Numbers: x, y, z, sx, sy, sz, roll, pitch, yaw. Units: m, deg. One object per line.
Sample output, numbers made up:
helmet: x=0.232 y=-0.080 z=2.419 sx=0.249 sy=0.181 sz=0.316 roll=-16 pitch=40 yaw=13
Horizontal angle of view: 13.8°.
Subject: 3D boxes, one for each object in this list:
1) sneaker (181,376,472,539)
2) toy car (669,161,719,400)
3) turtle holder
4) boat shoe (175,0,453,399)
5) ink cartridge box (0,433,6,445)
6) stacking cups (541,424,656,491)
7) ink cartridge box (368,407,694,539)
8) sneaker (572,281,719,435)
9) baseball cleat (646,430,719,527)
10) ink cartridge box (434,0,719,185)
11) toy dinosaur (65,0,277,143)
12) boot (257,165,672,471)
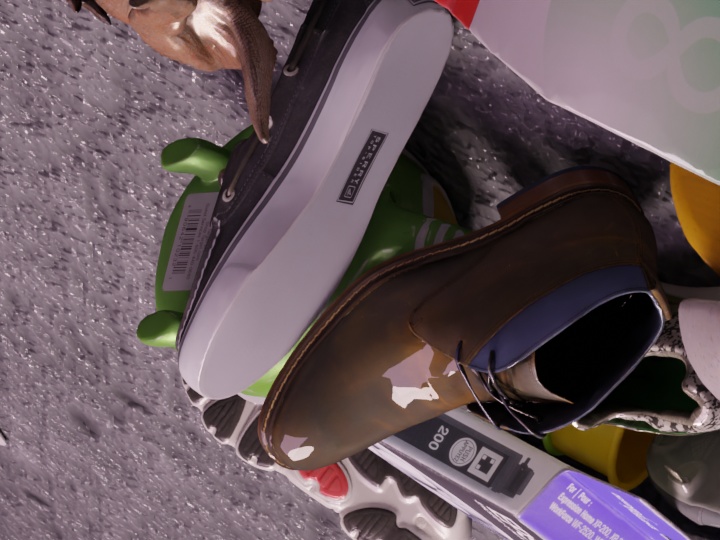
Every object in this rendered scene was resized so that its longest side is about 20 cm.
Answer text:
sneaker: x=-0.019 y=0.089 z=1.652 sx=0.200 sy=0.081 sz=0.083 roll=44 pitch=-172 yaw=7
toy car: x=0.213 y=-0.027 z=1.044 sx=0.149 sy=0.176 sz=0.199 roll=9 pitch=180 yaw=-42
turtle holder: x=-0.004 y=-0.007 z=1.404 sx=0.185 sy=0.142 sz=0.131 roll=-33 pitch=139 yaw=28
boat shoe: x=-0.029 y=-0.040 z=1.297 sx=0.056 sy=0.201 sz=0.069 roll=33 pitch=-174 yaw=31
ink cartridge box: x=-0.347 y=0.075 z=2.081 sx=0.115 sy=0.067 sz=0.200 roll=13 pitch=147 yaw=41
stacking cups: x=0.060 y=0.046 z=1.480 sx=0.199 sy=0.061 sz=0.061 roll=23 pitch=154 yaw=30
ink cartridge box: x=0.104 y=0.127 z=1.498 sx=0.199 sy=0.044 sz=0.198 roll=25 pitch=171 yaw=42
sneaker: x=0.112 y=0.042 z=1.338 sx=0.199 sy=0.088 sz=0.077 roll=-3 pitch=103 yaw=49
baseball cleat: x=0.223 y=0.117 z=1.376 sx=0.199 sy=0.070 sz=0.107 roll=10 pitch=146 yaw=47
ink cartridge box: x=0.076 y=-0.143 z=0.999 sx=0.199 sy=0.050 sz=0.162 roll=27 pitch=111 yaw=17
toy dinosaur: x=-0.088 y=-0.127 z=1.295 sx=0.200 sy=0.086 sz=0.136 roll=45 pitch=160 yaw=14
boot: x=0.044 y=0.037 z=1.282 sx=0.075 sy=0.200 sz=0.097 roll=50 pitch=-173 yaw=-28
